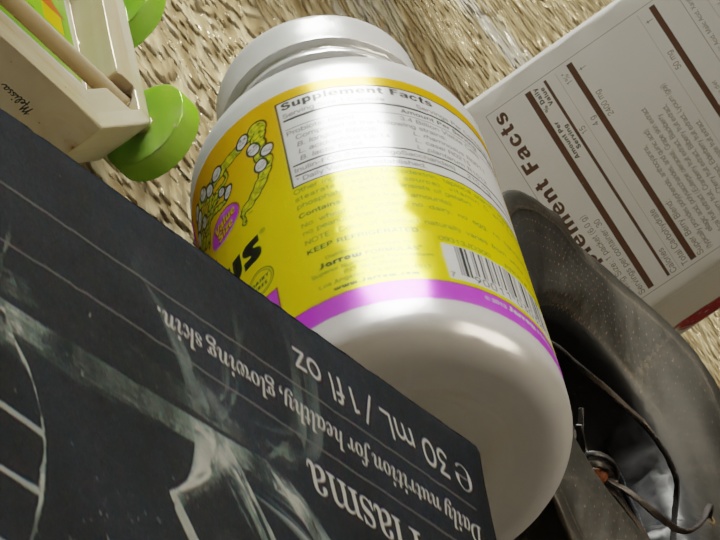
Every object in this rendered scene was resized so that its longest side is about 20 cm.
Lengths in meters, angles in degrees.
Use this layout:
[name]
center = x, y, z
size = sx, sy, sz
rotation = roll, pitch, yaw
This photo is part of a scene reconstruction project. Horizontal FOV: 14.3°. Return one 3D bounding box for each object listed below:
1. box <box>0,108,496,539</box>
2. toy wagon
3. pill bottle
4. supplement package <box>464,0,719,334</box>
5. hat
[box]
center = -0.060, 0.099, 0.453
size = 0.200, 0.124, 0.197
rotation = 37, 37, -50
[toy wagon]
center = -0.122, -0.117, 0.930
size = 0.155, 0.040, 0.200
rotation = 44, 18, -38
[pill bottle]
center = 0.000, 0.000, 0.935
size = 0.104, 0.104, 0.200
rotation = 46, 18, -34
[supplement package]
center = 0.127, -0.043, 1.229
size = 0.120, 0.200, 0.121
rotation = 58, 16, 11
[hat]
center = 0.073, 0.075, 1.056
size = 0.201, 0.081, 0.201
rotation = 43, 27, -29
